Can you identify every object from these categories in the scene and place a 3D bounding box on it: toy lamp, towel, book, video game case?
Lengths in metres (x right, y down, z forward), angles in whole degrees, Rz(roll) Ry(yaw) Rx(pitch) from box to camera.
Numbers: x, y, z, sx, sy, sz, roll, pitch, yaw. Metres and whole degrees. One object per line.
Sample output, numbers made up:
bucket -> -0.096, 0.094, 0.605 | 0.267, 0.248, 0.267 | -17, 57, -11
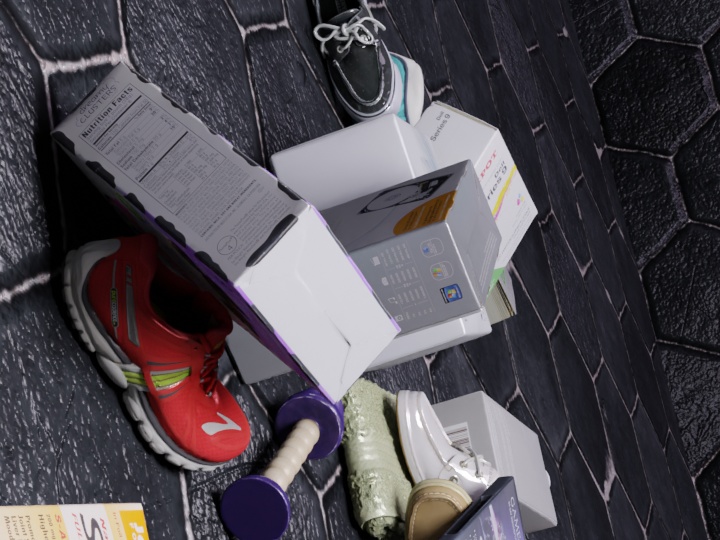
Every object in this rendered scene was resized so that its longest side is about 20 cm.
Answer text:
toy lamp -> -0.053, 0.137, 1.262 | 0.200, 0.058, 0.058 | -50, 120, -70
towel -> 0.030, 0.175, 1.516 | 0.200, 0.036, 0.149 | 35, 39, -63
book -> 0.130, -0.049, 2.060 | 0.134, 0.048, 0.201 | -78, 144, -66
video game case -> 0.102, 0.268, 1.383 | 0.200, 0.019, 0.144 | -29, 110, -65

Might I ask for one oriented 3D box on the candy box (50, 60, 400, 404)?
candy box -> -0.087, -0.024, 1.097 | 0.200, 0.072, 0.168 | 37, -10, 35

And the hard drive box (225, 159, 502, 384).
hard drive box -> 0.000, 0.000, 1.319 | 0.156, 0.199, 0.077 | -65, 133, -67

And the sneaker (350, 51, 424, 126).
sneaker -> 0.022, -0.140, 1.790 | 0.079, 0.077, 0.201 | 10, 64, -37

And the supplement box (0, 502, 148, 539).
supplement box -> -0.167, 0.182, 0.820 | 0.200, 0.073, 0.127 | 18, 56, -70

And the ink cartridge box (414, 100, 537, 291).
ink cartridge box -> 0.093, -0.057, 1.717 | 0.146, 0.087, 0.200 | -58, 152, -12

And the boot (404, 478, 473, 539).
boot -> 0.059, 0.289, 1.387 | 0.156, 0.072, 0.201 | -55, 145, -67

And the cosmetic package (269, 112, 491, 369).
cosmetic package -> 0.023, -0.020, 1.509 | 0.200, 0.122, 0.200 | 2, 69, -78

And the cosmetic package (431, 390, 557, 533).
cosmetic package -> 0.128, 0.203, 1.716 | 0.200, 0.090, 0.107 | 46, 30, -61

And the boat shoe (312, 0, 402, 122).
boat shoe -> -0.010, -0.245, 1.753 | 0.068, 0.073, 0.200 | 46, 30, -64

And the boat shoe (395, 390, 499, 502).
boat shoe -> 0.092, 0.190, 1.512 | 0.071, 0.069, 0.201 | -64, 132, -67

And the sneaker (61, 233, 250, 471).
sneaker -> -0.115, 0.056, 1.094 | 0.077, 0.085, 0.200 | -87, 153, -46
